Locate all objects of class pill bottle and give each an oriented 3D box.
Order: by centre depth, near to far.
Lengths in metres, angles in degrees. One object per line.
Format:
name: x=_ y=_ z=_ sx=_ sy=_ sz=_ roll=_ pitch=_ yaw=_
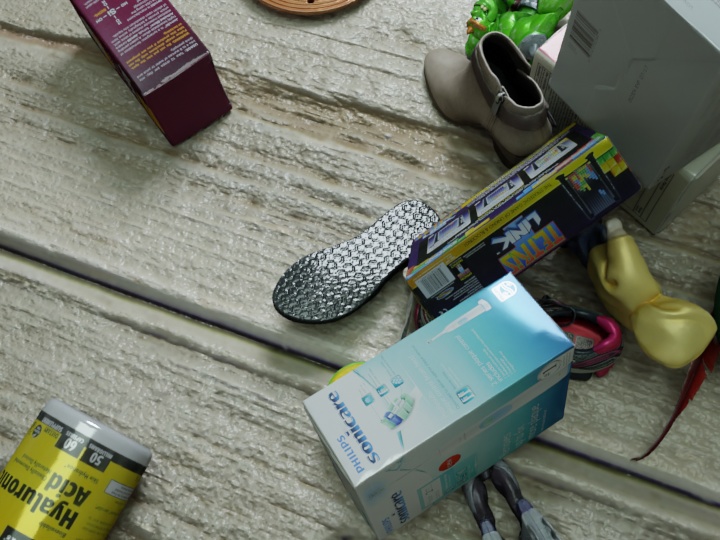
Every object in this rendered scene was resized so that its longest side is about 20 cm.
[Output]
pill bottle: x=-0.284 y=0.227 z=0.748 sx=0.111 sy=0.111 sz=0.200 roll=24 pitch=73 yaw=13

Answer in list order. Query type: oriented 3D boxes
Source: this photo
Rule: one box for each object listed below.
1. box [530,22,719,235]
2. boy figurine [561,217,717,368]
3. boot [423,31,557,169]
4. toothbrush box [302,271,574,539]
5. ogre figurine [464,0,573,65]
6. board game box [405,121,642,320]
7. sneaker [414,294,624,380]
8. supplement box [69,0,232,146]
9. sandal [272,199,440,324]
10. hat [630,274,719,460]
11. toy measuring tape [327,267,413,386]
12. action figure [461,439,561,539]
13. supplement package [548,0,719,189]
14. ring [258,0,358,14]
box: x=0.276 y=-0.158 z=0.847 sx=0.109 sy=0.128 sz=0.200 roll=-41 pitch=72 yaw=-13
boy figurine: x=0.247 y=0.004 z=0.775 sx=0.064 sy=0.124 sz=0.200 roll=-28 pitch=45 yaw=-3
boot: x=0.130 y=-0.195 z=0.863 sx=0.070 sy=0.146 sz=0.200 roll=-35 pitch=70 yaw=-8
toothbrush box: x=0.067 y=0.115 z=0.686 sx=0.200 sy=0.147 sz=0.085 roll=-29 pitch=58 yaw=-10
ogre figurine: x=0.175 y=-0.278 z=0.892 sx=0.200 sy=0.098 sz=0.120 roll=28 pitch=90 yaw=47
board game box: x=0.137 y=-0.047 z=0.749 sx=0.200 sy=0.165 sz=0.057 roll=-36 pitch=97 yaw=14
sneaker: x=0.151 y=0.050 z=0.804 sx=0.200 sy=0.075 sz=0.081 roll=7 pitch=69 yaw=8
supplement box: x=-0.240 y=-0.254 z=0.932 sx=0.086 sy=0.110 sz=0.200 roll=-35 pitch=70 yaw=-9
sandal: x=0.001 y=0.000 z=0.855 sx=0.200 sy=0.048 sz=0.075 roll=-31 pitch=68 yaw=-21
hat: x=0.320 y=0.048 z=0.733 sx=0.176 sy=0.166 sz=0.200 roll=-18 pitch=86 yaw=-14
toy measuring tape: x=0.008 y=0.088 z=0.804 sx=0.073 sy=0.074 sz=0.200 roll=8 pitch=70 yaw=7
action figure: x=0.113 y=0.184 z=0.759 sx=0.130 sy=0.069 sz=0.200 roll=-27 pitch=66 yaw=0
supplement package: x=0.294 y=-0.211 z=0.696 sx=0.200 sy=0.191 sz=0.147 roll=-32 pitch=71 yaw=-12
ring: x=-0.058 y=-0.393 z=1.023 sx=0.200 sy=0.019 sz=0.201 roll=-1 pitch=68 yaw=3
